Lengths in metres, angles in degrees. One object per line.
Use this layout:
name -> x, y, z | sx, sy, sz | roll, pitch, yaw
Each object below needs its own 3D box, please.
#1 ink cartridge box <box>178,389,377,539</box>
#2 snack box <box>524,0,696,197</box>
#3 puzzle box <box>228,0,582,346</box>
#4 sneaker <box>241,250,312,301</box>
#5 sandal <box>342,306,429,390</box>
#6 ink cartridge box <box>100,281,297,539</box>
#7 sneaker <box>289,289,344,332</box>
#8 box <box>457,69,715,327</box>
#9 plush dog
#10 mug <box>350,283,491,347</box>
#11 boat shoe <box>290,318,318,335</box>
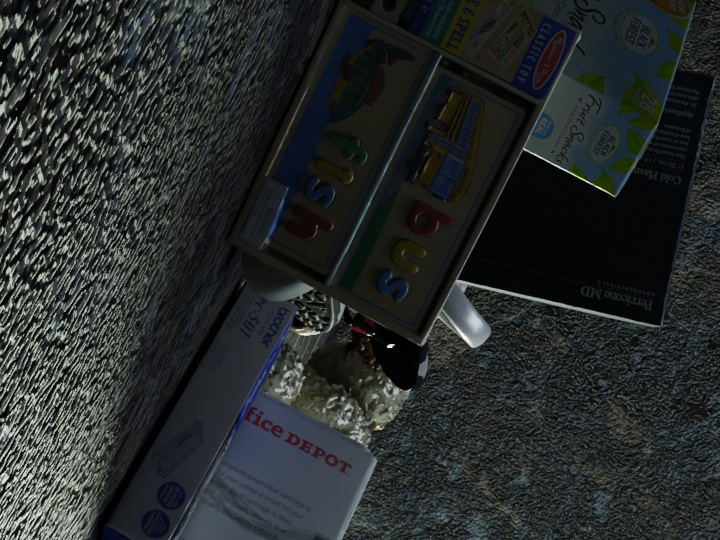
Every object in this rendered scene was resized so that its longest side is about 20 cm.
ink cartridge box -> -0.096, 0.200, 0.964 | 0.202, 0.144, 0.084 | -62, 179, -28
snack box -> 0.107, -0.158, 0.849 | 0.068, 0.198, 0.169 | -64, 178, 42
puzzle box -> 0.024, -0.075, 0.748 | 0.202, 0.132, 0.025 | -64, 178, 10
sneaker -> 0.006, -0.043, 0.856 | 0.200, 0.075, 0.085 | -44, 153, -17
sandal -> 0.000, 0.000, 1.019 | 0.045, 0.203, 0.075 | -15, 175, -33
ink cartridge box -> -0.111, 0.112, 0.898 | 0.201, 0.044, 0.094 | -62, 179, -31
sneaker -> -0.021, -0.024, 0.972 | 0.083, 0.071, 0.201 | -53, 173, -27
box -> 0.150, -0.067, 0.995 | 0.104, 0.197, 0.185 | 18, 86, -78
plush dog -> -0.021, 0.122, 1.194 | 0.171, 0.161, 0.200 | -39, 170, -15
mug -> 0.045, -0.013, 1.160 | 0.147, 0.201, 0.175 | -40, 168, -1
boat shoe -> -0.013, -0.020, 1.314 | 0.202, 0.072, 0.072 | -64, 176, 10
